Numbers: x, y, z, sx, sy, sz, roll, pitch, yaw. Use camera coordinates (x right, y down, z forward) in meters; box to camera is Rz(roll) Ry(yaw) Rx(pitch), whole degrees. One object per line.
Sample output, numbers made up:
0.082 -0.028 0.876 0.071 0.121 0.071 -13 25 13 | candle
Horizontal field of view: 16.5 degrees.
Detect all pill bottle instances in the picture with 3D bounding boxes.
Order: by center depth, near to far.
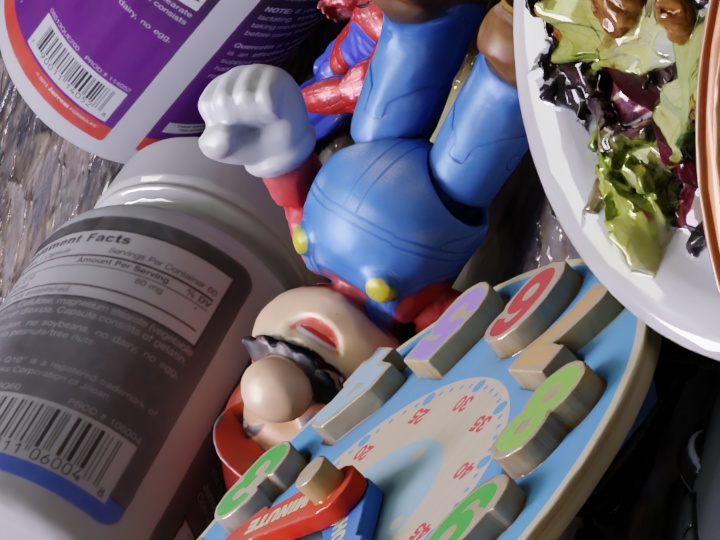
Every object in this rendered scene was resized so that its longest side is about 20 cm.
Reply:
-0.086 0.049 0.895 0.114 0.114 0.200 -54 5 47 | pill bottle
-0.058 -0.135 0.984 0.200 0.112 0.113 -44 40 45 | pill bottle

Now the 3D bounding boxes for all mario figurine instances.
0.000 0.000 0.799 0.201 0.106 0.123 -71 25 16 | mario figurine

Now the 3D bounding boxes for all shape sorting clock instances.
0.000 0.067 0.677 0.200 0.039 0.200 -42 17 16 | shape sorting clock

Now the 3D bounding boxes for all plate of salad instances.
0.101 -0.076 0.594 0.200 0.048 0.201 -7 81 48 | plate of salad

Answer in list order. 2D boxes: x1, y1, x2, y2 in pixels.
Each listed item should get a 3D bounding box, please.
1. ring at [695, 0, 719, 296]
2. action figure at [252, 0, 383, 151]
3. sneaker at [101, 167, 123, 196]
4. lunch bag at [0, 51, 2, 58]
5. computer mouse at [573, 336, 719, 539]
0.145 -0.029 0.491 0.200 0.019 0.201 3 93 50 | ring
-0.008 -0.073 0.915 0.065 0.052 0.200 -52 9 -30 | action figure
-0.092 0.055 1.064 0.200 0.075 0.116 -90 17 -52 | sneaker
-0.095 -0.209 1.121 0.200 0.117 0.165 122 151 -52 | lunch bag
0.083 0.080 0.628 0.200 0.046 0.141 -102 32 -45 | computer mouse
